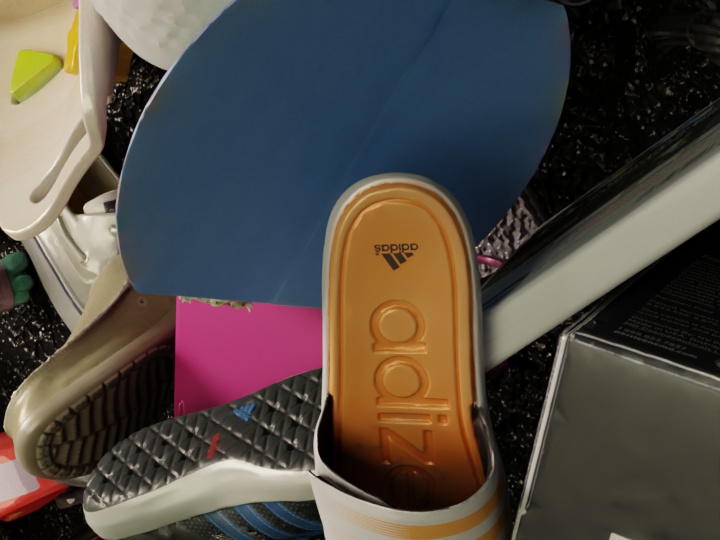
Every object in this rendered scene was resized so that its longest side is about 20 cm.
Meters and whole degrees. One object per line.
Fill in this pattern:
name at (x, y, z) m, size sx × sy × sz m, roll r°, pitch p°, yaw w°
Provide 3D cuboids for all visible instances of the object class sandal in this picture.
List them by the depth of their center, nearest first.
sandal at (0.014, 0.067, 0.574) m, size 0.079 × 0.059 × 0.207 m, roll -3°, pitch 114°, yaw 10°

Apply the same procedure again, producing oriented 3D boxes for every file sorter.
file sorter at (0.000, 0.000, 0.752) m, size 0.139 × 0.125 × 0.201 m, roll 12°, pitch 107°, yaw 32°

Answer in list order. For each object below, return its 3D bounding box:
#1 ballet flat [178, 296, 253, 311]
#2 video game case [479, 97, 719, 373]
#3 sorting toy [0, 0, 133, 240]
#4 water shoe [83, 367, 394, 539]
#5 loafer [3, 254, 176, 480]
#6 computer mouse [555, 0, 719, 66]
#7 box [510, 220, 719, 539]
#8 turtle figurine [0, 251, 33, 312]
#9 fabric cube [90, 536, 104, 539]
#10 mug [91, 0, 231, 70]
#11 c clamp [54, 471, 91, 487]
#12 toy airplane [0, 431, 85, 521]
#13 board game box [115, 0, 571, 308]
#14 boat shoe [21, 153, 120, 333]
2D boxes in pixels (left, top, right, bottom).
ballet flat at (-0.030, -0.061, 0.650) m, size 0.064 × 0.076 × 0.200 m, roll 31°, pitch 122°, yaw -7°
video game case at (0.121, -0.029, 0.631) m, size 0.200 × 0.182 × 0.023 m, roll -38°, pitch 92°, yaw 34°
sorting toy at (-0.161, -0.118, 0.785) m, size 0.200 × 0.107 × 0.181 m, roll -44°, pitch 44°, yaw 46°
water shoe at (-0.031, 0.098, 0.688) m, size 0.199 × 0.072 × 0.079 m, roll -14°, pitch 126°, yaw 29°
loafer at (-0.123, 0.037, 0.798) m, size 0.068 × 0.200 × 0.076 m, roll 28°, pitch 130°, yaw 19°
computer mouse at (0.078, -0.126, 0.621) m, size 0.199 × 0.110 × 0.044 m, roll 21°, pitch 105°, yaw -17°
box at (0.149, 0.105, 0.631) m, size 0.124 × 0.196 × 0.201 m, roll 19°, pitch 112°, yaw 21°
turtle figurine at (-0.262, -0.021, 0.874) m, size 0.100 × 0.200 × 0.150 m, roll -12°, pitch 87°, yaw 7°
fabric cube at (-0.132, 0.281, 0.759) m, size 0.196 × 0.200 × 0.200 m, roll 37°, pitch 116°, yaw 22°
mug at (-0.043, -0.184, 0.663) m, size 0.199 × 0.148 × 0.176 m, roll -4°, pitch 132°, yaw -3°
c clamp at (-0.084, 0.105, 0.838) m, size 0.199 × 0.171 × 0.027 m, roll 3°, pitch 89°, yaw 19°
toy airplane at (-0.280, 0.150, 0.963) m, size 0.200 × 0.141 × 0.200 m, roll 31°, pitch 117°, yaw 23°
board game box at (-0.009, -0.059, 0.591) m, size 0.039 × 0.200 × 0.158 m, roll 52°, pitch 122°, yaw 37°
boat shoe at (-0.148, -0.019, 0.882) m, size 0.200 × 0.071 × 0.070 m, roll 54°, pitch 127°, yaw 18°
